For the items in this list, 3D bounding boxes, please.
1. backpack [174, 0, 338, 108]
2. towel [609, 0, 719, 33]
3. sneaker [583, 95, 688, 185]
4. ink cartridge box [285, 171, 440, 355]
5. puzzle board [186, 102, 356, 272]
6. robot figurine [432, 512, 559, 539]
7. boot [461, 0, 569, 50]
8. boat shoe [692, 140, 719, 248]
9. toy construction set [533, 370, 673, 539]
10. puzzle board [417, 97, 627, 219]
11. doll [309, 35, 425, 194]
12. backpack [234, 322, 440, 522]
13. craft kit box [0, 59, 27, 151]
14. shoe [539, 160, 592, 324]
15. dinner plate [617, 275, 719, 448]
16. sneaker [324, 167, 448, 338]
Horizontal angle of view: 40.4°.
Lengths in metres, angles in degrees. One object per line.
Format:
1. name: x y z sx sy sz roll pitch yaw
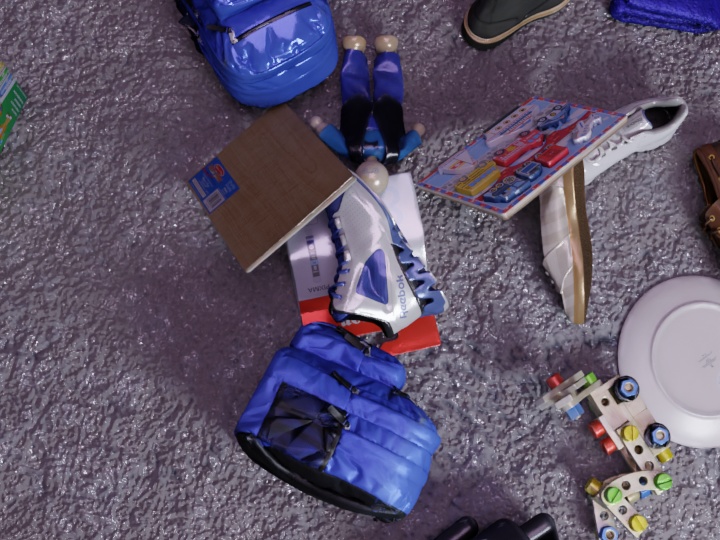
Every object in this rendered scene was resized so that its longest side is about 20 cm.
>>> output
1. backpack: -0.124 -0.296 1.105 0.161 0.168 0.202 -28 76 -1
2. towel: 0.388 -0.403 1.220 0.145 0.050 0.203 7 80 -2
3. sneaker: 0.294 -0.159 1.152 0.198 0.087 0.075 -29 85 -7
4. ink cartridge box: 0.000 0.000 1.124 0.157 0.047 0.203 -11 79 -6
5. puzzle board: -0.103 -0.097 1.082 0.150 0.017 0.200 -41 43 0
6. robot figurine: 0.140 0.344 1.033 0.199 0.150 0.126 -33 100 -9
7. boot: 0.214 -0.352 1.154 0.200 0.138 0.077 -44 85 -11
8. boat shoe: 0.433 -0.057 1.155 0.066 0.072 0.203 -2 74 1
9. toy construction set: 0.274 0.192 1.094 0.130 0.092 0.202 -31 94 -8
10. puzzle board: 0.179 -0.135 1.099 0.199 0.150 0.018 -37 125 -21
11. doll: 0.008 -0.177 1.136 0.134 0.049 0.203 -1 66 -3
12. backpack: -0.013 0.162 1.029 0.198 0.163 0.169 28 80 3
13. craft kit box: -0.438 -0.140 1.043 0.048 0.200 0.200 25 80 0
14. shoe: 0.234 -0.038 1.128 0.053 0.070 0.203 -2 102 24
15. dinner plate: 0.400 0.105 1.146 0.197 0.024 0.204 1 81 -4
16. sneaker: -0.003 -0.007 1.066 0.115 0.081 0.200 -37 89 -10
